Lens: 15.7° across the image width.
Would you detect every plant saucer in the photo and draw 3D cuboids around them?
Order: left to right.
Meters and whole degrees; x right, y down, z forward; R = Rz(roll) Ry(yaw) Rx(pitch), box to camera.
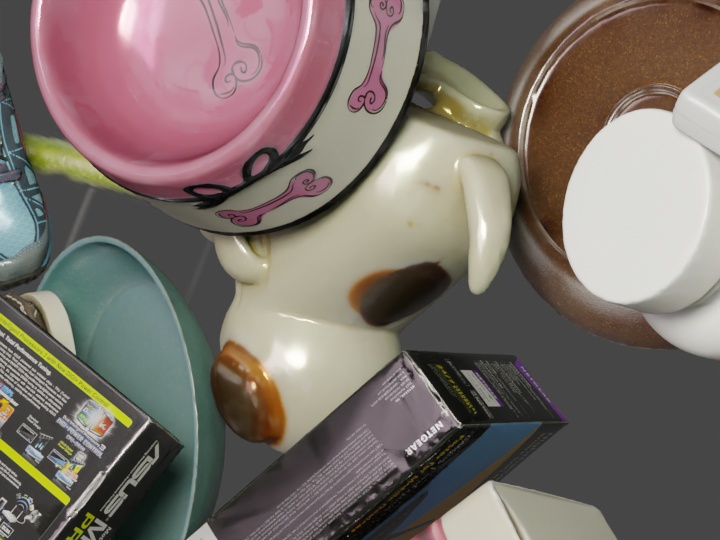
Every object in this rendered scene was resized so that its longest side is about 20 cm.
[{"bbox_3d":[-0.122,0.081,1.378,0.200,0.036,0.200,2,92,56],"label":"plant saucer"},{"bbox_3d":[0.150,-0.062,1.291,0.200,0.032,0.201,-6,78,28],"label":"plant saucer"}]

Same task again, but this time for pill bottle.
[{"bbox_3d":[0.187,-0.011,1.147,0.113,0.200,0.113,-15,70,46],"label":"pill bottle"}]

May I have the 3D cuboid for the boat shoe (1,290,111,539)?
[{"bbox_3d":[-0.176,0.108,1.373,0.072,0.059,0.200,-32,65,53],"label":"boat shoe"}]

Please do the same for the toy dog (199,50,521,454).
[{"bbox_3d":[0.000,0.000,1.310,0.194,0.139,0.200,40,114,37],"label":"toy dog"}]

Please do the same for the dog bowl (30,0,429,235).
[{"bbox_3d":[-0.070,-0.119,1.233,0.200,0.074,0.201,-4,83,33],"label":"dog bowl"}]

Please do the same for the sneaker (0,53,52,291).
[{"bbox_3d":[-0.229,-0.082,1.459,0.079,0.096,0.200,-19,66,-15],"label":"sneaker"}]

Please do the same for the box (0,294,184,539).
[{"bbox_3d":[-0.212,0.090,1.317,0.200,0.044,0.160,35,83,29],"label":"box"}]

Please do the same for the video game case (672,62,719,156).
[{"bbox_3d":[0.258,-0.055,1.076,0.200,0.182,0.023,35,138,22],"label":"video game case"}]

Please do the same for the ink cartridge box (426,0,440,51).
[{"bbox_3d":[-0.061,-0.213,1.372,0.200,0.146,0.147,15,88,32],"label":"ink cartridge box"}]

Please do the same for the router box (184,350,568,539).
[{"bbox_3d":[-0.008,0.118,1.273,0.200,0.149,0.051,-42,73,17],"label":"router box"}]

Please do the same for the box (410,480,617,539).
[{"bbox_3d":[0.039,0.204,1.244,0.200,0.128,0.109,-39,63,17],"label":"box"}]
